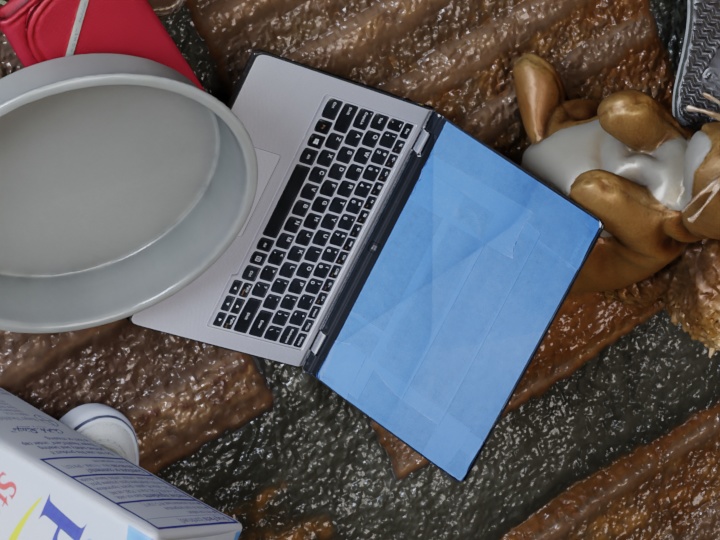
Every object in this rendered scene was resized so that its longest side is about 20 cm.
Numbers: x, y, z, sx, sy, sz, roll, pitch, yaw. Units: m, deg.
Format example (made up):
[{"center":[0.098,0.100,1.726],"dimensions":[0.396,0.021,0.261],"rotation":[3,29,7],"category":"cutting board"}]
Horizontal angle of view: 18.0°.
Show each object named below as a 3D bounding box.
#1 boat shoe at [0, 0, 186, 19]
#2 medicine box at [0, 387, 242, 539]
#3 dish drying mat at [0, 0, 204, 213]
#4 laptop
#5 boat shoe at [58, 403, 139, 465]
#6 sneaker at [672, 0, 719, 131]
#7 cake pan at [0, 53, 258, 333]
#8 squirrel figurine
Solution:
[{"center":[-0.176,-0.170,1.229],"dimensions":[0.202,0.075,0.075],"rotation":[9,103,-29],"category":"boat shoe"},{"center":[-0.197,0.181,1.259],"dimensions":[0.103,0.200,0.182],"rotation":[10,105,-64],"category":"medicine box"},{"center":[-0.131,-0.100,1.267],"dimensions":[0.077,0.018,0.200],"rotation":[-43,143,-9],"category":"dish drying mat"},{"center":[0.000,0.000,1.336],"dimensions":[0.200,0.116,0.187],"rotation":[16,111,-30],"category":"laptop"},{"center":[-0.173,0.183,1.347],"dimensions":[0.075,0.086,0.202],"rotation":[18,99,-31],"category":"boat shoe"},{"center":[0.250,-0.176,1.463],"dimensions":[0.085,0.073,0.200],"rotation":[6,100,-60],"category":"sneaker"},{"center":[-0.157,-0.045,1.259],"dimensions":[0.200,0.037,0.200],"rotation":[-15,141,-12],"category":"cake pan"},{"center":[0.202,-0.039,1.392],"dimensions":[0.200,0.186,0.142],"rotation":[45,50,-44],"category":"squirrel figurine"}]
